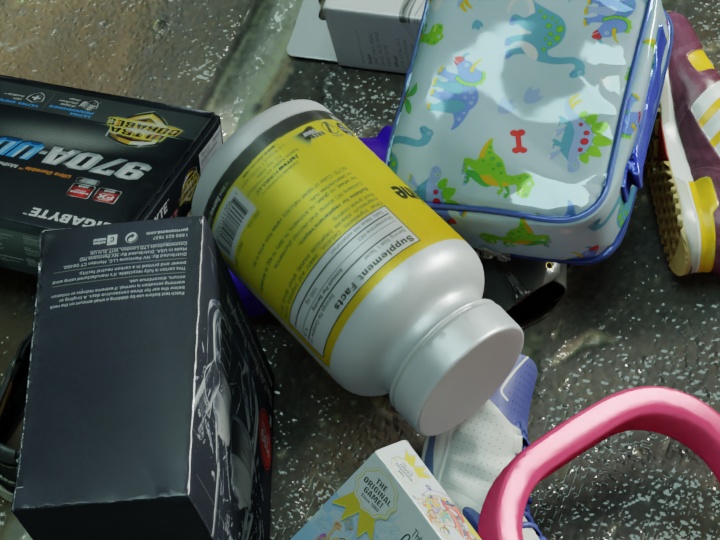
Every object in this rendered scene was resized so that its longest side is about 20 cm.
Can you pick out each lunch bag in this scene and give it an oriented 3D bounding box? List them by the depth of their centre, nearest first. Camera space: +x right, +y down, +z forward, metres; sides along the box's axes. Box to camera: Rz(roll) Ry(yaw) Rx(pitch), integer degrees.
[{"bbox_3d":[0.110,-0.106,1.241,0.160,0.083,0.201,7,68,21],"label":"lunch bag"}]

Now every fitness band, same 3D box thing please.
[{"bbox_3d":[0.157,0.148,1.135,0.199,0.037,0.144,-27,73,-35],"label":"fitness band"}]

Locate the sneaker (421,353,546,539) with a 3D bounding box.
[{"bbox_3d":[0.083,0.155,1.175,0.114,0.081,0.200,19,70,17],"label":"sneaker"}]

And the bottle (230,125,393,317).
[{"bbox_3d":[-0.012,-0.045,1.321,0.199,0.065,0.084,-28,58,-8],"label":"bottle"}]

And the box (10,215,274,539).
[{"bbox_3d":[-0.121,0.100,1.169,0.103,0.200,0.183,-5,58,9],"label":"box"}]

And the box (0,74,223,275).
[{"bbox_3d":[-0.215,-0.065,1.356,0.199,0.046,0.159,12,41,18],"label":"box"}]

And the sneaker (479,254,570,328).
[{"bbox_3d":[0.130,-0.044,1.297,0.200,0.075,0.106,-39,63,-4],"label":"sneaker"}]

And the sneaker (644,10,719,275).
[{"bbox_3d":[0.238,-0.085,1.303,0.089,0.075,0.201,-2,62,-3],"label":"sneaker"}]

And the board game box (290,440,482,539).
[{"bbox_3d":[0.037,0.215,1.088,0.200,0.034,0.135,52,121,17],"label":"board game box"}]

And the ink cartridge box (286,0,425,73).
[{"bbox_3d":[0.047,-0.205,1.411,0.199,0.067,0.116,8,60,16],"label":"ink cartridge box"}]

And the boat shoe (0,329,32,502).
[{"bbox_3d":[-0.189,0.055,1.291,0.071,0.068,0.201,10,56,18],"label":"boat shoe"}]

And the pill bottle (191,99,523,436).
[{"bbox_3d":[0.000,0.000,1.163,0.112,0.113,0.200,-38,65,-14],"label":"pill bottle"}]
